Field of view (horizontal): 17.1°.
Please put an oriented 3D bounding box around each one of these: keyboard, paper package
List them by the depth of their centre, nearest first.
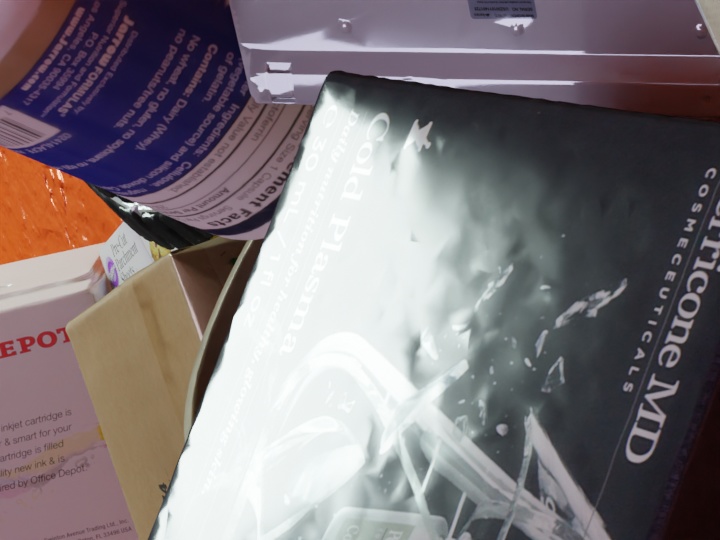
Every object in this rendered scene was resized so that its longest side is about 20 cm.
[{"bbox_3d":[0.043,-0.073,0.699,0.200,0.011,0.056,4,113,33],"label":"keyboard"},{"bbox_3d":[-0.037,0.087,1.107,0.191,0.103,0.200,-28,81,65],"label":"paper package"}]

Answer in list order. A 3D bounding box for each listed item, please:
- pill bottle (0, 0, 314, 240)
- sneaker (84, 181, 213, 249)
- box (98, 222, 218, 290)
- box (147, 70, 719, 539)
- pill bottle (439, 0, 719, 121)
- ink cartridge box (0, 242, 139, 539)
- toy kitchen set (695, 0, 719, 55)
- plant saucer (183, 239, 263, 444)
[{"bbox_3d":[-0.059,-0.078,0.815,0.116,0.200,0.116,-26,53,40],"label":"pill bottle"},{"bbox_3d":[-0.063,-0.071,1.068,0.078,0.090,0.200,45,150,-18],"label":"sneaker"},{"bbox_3d":[-0.087,-0.024,1.213,0.200,0.039,0.041,-37,70,65],"label":"box"},{"bbox_3d":[0.051,0.068,0.592,0.197,0.124,0.200,14,82,56],"label":"box"},{"bbox_3d":[0.071,-0.062,0.761,0.104,0.104,0.200,38,139,52],"label":"pill bottle"},{"bbox_3d":[-0.187,0.103,1.340,0.145,0.147,0.200,-96,-7,-78],"label":"ink cartridge box"},{"bbox_3d":[0.178,0.009,0.481,0.163,0.180,0.200,122,130,-62],"label":"toy kitchen set"},{"bbox_3d":[0.000,0.000,0.916,0.029,0.200,0.200,32,168,-22],"label":"plant saucer"}]
